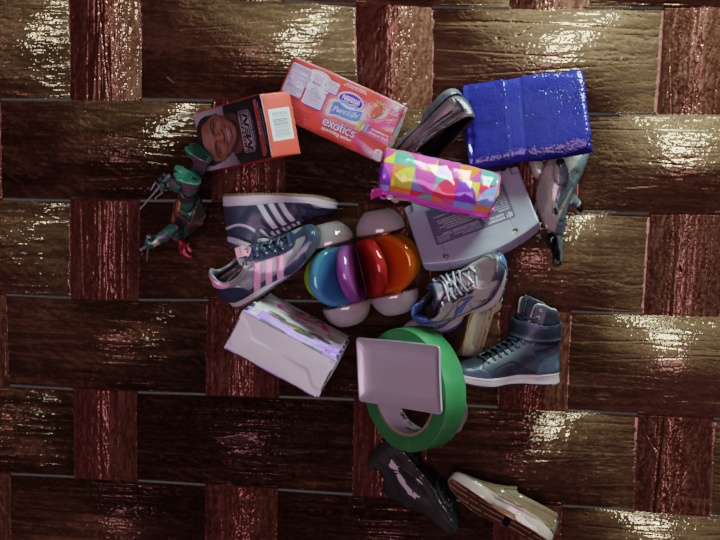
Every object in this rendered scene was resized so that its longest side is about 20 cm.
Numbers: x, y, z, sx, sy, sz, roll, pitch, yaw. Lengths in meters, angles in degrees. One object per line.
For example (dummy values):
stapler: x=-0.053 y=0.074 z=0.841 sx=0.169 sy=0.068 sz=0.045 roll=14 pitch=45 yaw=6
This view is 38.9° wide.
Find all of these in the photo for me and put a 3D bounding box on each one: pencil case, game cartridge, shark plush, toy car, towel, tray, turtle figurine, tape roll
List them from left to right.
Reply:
turtle figurine: x=-0.304 y=-0.108 z=1.698 sx=0.100 sy=0.150 sz=0.200 roll=12 pitch=135 yaw=-21
toy car: x=0.000 y=0.000 z=1.655 sx=0.198 sy=0.150 sz=0.176 roll=-13 pitch=95 yaw=8
tray: x=0.065 y=0.165 z=1.627 sx=0.199 sy=0.022 sz=0.108 roll=1 pitch=94 yaw=50
tape roll: x=0.085 y=0.192 z=1.658 sx=0.200 sy=0.048 sz=0.202 roll=7 pitch=98 yaw=51
pencil case: x=0.119 y=-0.131 z=1.600 sx=0.198 sy=0.088 sz=0.089 roll=10 pitch=98 yaw=1
game cartridge: x=0.182 y=-0.078 z=1.652 sx=0.199 sy=0.041 sz=0.134 roll=-19 pitch=61 yaw=6
towel: x=0.264 y=-0.238 z=1.626 sx=0.198 sy=0.050 sz=0.149 roll=-6 pitch=73 yaw=14
shark plush: x=0.333 y=-0.109 z=1.651 sx=0.083 sy=0.091 sz=0.202 roll=-3 pitch=91 yaw=-25

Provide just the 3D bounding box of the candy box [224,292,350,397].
candy box: x=-0.113 y=0.116 z=1.655 sx=0.167 sy=0.200 sz=0.072 roll=28 pitch=99 yaw=2

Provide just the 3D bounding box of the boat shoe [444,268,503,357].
boat shoe: x=0.199 y=0.047 z=1.687 sx=0.065 sy=0.072 sz=0.202 roll=12 pitch=97 yaw=-33

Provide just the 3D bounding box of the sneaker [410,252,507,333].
sneaker: x=0.154 y=0.037 z=1.621 sx=0.200 sy=0.085 sz=0.077 roll=-45 pitch=46 yaw=38

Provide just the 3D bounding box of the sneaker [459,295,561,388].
sneaker: x=0.237 y=0.113 z=1.657 sx=0.201 sy=0.077 sz=0.147 roll=-1 pitch=103 yaw=-21

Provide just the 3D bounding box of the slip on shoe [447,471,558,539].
slip on shoe: x=0.243 y=0.391 z=1.723 sx=0.199 sy=0.076 sz=0.061 roll=29 pitch=59 yaw=10

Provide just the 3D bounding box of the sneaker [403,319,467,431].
sneaker: x=0.127 y=0.176 z=1.693 sx=0.075 sy=0.088 sz=0.201 roll=-25 pitch=93 yaw=10

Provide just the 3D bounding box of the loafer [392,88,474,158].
loafer: x=0.106 y=-0.198 z=1.640 sx=0.200 sy=0.072 sz=0.063 roll=-52 pitch=57 yaw=22

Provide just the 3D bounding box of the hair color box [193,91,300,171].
hair color box: x=-0.185 y=-0.220 z=1.636 sx=0.199 sy=0.061 sz=0.102 roll=-4 pitch=98 yaw=51

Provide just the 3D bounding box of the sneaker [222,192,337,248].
sneaker: x=-0.135 y=-0.074 z=1.700 sx=0.198 sy=0.070 sz=0.109 roll=1 pitch=92 yaw=13

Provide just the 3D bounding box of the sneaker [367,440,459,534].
sneaker: x=0.092 y=0.371 z=1.737 sx=0.091 sy=0.076 sz=0.200 roll=-40 pitch=84 yaw=19

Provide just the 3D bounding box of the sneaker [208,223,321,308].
sneaker: x=-0.156 y=-0.019 z=1.646 sx=0.200 sy=0.070 sz=0.082 roll=-38 pitch=127 yaw=11

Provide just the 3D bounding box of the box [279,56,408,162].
box: x=-0.032 y=-0.260 z=1.655 sx=0.199 sy=0.095 sz=0.100 roll=24 pitch=100 yaw=3
